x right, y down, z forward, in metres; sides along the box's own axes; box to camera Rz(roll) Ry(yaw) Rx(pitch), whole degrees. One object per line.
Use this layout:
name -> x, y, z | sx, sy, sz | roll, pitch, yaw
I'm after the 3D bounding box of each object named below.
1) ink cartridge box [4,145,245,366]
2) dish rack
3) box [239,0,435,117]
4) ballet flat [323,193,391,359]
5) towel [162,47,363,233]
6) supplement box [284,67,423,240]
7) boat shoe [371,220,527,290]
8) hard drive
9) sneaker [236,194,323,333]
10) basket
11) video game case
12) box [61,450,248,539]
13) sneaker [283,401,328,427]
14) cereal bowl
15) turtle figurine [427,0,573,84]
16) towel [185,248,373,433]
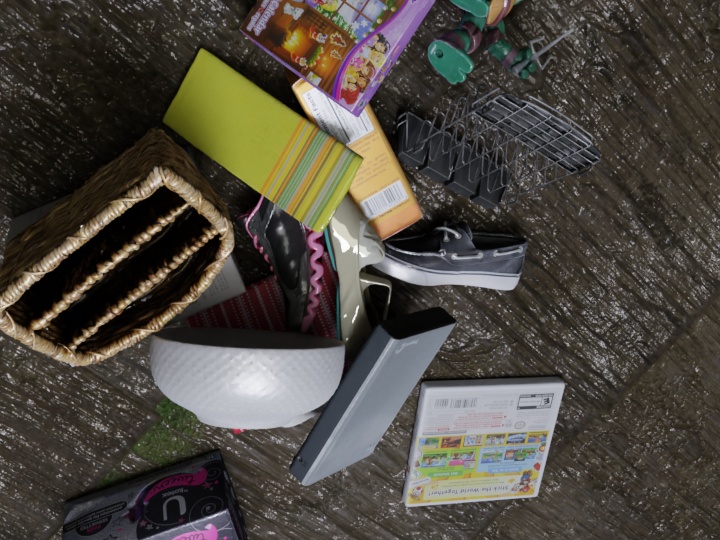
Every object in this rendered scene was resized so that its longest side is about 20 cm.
ink cartridge box -> -0.236, -0.015, 0.912 | 0.197, 0.084, 0.147 | -23, 118, -5
dish rack -> 0.139, -0.130, 0.908 | 0.151, 0.199, 0.056 | 24, 67, -25
box -> -0.003, -0.266, 0.831 | 0.136, 0.039, 0.202 | 35, 96, 8
ballet flat -> 0.000, 0.000, 0.940 | 0.068, 0.070, 0.204 | -11, 117, -10
towel -> -0.096, -0.128, 0.882 | 0.198, 0.018, 0.087 | 35, 100, 6
supplement box -> -0.005, -0.133, 0.933 | 0.068, 0.067, 0.202 | -26, 119, 2
boat shoe -> 0.103, -0.024, 1.014 | 0.196, 0.072, 0.069 | 7, 116, -22
hard drive -> 0.014, 0.131, 0.962 | 0.139, 0.033, 0.202 | -9, 134, -57
sneaker -> -0.083, -0.034, 0.948 | 0.093, 0.079, 0.205 | -1, 98, -4
basket -> -0.207, -0.002, 0.795 | 0.199, 0.149, 0.144 | -37, 116, 1
video game case -> 0.161, 0.226, 1.181 | 0.195, 0.023, 0.186 | 0, 115, -17
box -> -0.238, 0.325, 1.061 | 0.196, 0.115, 0.134 | -18, 119, -7
sneaker -> -0.030, 0.104, 1.036 | 0.198, 0.073, 0.085 | -31, 122, 2
cereal bowl -> -0.112, 0.107, 0.891 | 0.196, 0.200, 0.085 | 2, 91, -17
turtle figurine -> 0.138, -0.261, 0.871 | 0.199, 0.099, 0.153 | -39, 134, -45
towel -> -0.079, 0.076, 1.003 | 0.197, 0.022, 0.147 | -24, 89, -3
